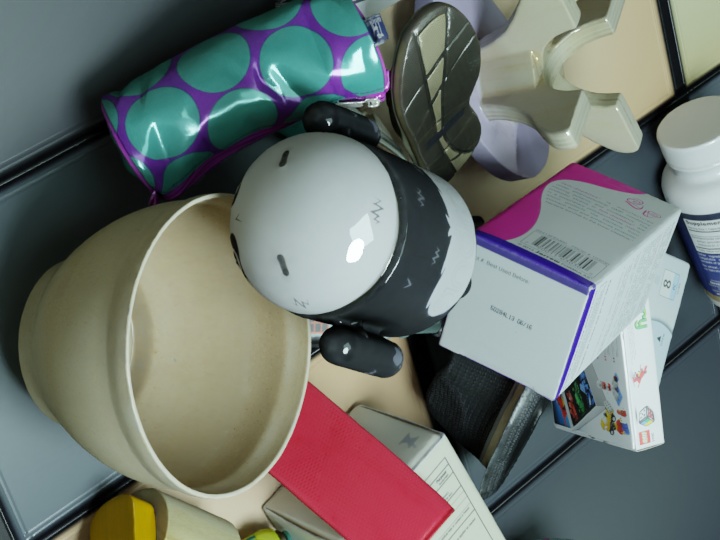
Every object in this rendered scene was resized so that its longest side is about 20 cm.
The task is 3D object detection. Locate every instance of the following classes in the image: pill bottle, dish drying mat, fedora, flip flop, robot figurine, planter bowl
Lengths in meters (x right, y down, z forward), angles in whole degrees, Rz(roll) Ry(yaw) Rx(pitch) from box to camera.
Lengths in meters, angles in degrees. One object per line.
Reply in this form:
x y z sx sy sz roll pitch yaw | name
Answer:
0.358 -0.066 1.526 0.111 0.111 0.200 -47 126 -25 | pill bottle
-0.027 0.143 1.196 0.077 0.200 0.018 -47 170 -22 | dish drying mat
0.111 0.096 1.321 0.201 0.092 0.201 -59 169 -20 | fedora
0.050 -0.133 1.188 0.081 0.058 0.200 -43 156 -10 | flip flop
-0.002 -0.021 1.057 0.125 0.150 0.200 -51 150 13 | robot figurine
-0.144 0.051 1.066 0.200 0.135 0.200 4 86 -58 | planter bowl

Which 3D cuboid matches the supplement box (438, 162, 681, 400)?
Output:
0.156 0.002 1.209 0.200 0.101 0.103 -34 144 -53 | supplement box

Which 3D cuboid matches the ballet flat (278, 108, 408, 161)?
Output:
-0.011 -0.108 1.221 0.200 0.067 0.064 37 47 -42 | ballet flat

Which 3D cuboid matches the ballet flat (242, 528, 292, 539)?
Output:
-0.069 0.300 1.258 0.067 0.067 0.200 -18 109 -16 | ballet flat

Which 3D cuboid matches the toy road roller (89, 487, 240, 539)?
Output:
-0.162 0.274 1.143 0.123 0.146 0.200 33 39 -41 | toy road roller

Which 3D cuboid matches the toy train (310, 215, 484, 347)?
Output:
0.000 0.000 1.206 0.200 0.085 0.114 -2 108 -17 | toy train

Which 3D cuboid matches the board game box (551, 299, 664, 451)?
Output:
0.205 0.049 1.375 0.035 0.126 0.200 -12 100 -25 | board game box

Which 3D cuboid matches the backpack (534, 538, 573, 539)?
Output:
0.146 0.330 1.391 0.200 0.167 0.127 -33 114 -40 | backpack

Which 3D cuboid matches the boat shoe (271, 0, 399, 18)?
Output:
-0.001 -0.231 1.196 0.200 0.072 0.068 -31 116 -33 | boat shoe

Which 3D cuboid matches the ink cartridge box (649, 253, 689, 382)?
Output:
0.218 0.044 1.466 0.200 0.047 0.160 19 85 -44 | ink cartridge box

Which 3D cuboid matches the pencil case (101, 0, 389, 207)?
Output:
-0.076 -0.122 1.095 0.200 0.085 0.092 -26 81 -5 | pencil case

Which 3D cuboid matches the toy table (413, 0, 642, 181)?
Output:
0.142 -0.162 1.284 0.200 0.117 0.184 43 50 -43 | toy table

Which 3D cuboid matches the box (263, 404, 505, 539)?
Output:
0.034 0.230 1.295 0.128 0.109 0.200 -45 125 -24 | box
